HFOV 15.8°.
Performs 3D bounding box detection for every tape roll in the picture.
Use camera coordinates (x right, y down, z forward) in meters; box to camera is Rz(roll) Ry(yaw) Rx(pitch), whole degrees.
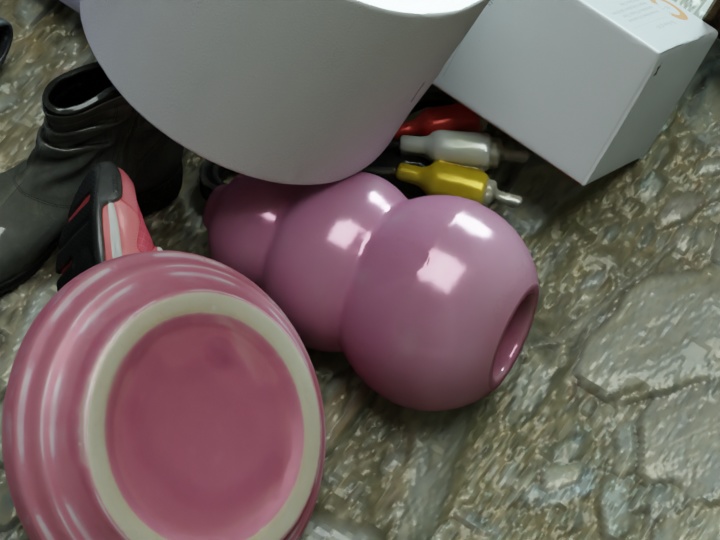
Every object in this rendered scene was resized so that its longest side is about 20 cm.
[{"bbox_3d":[-0.042,-0.167,1.463,0.202,0.139,0.203,22,40,-19],"label":"tape roll"}]

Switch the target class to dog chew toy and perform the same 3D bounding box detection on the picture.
[{"bbox_3d":[0.000,0.000,1.502,0.199,0.125,0.125,23,56,16],"label":"dog chew toy"}]

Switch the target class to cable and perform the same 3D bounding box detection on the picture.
[{"bbox_3d":[0.001,-0.079,1.588,0.199,0.050,0.097,3,55,-9],"label":"cable"}]

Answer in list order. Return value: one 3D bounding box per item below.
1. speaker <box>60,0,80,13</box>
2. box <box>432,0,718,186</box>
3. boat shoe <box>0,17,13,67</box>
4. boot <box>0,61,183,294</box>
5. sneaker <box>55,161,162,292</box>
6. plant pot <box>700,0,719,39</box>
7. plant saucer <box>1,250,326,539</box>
[{"bbox_3d":[-0.119,-0.171,1.611,0.200,0.081,0.081,33,58,12],"label":"speaker"},{"bbox_3d":[0.100,-0.154,1.596,0.200,0.098,0.124,35,23,14],"label":"box"},{"bbox_3d":[-0.257,-0.082,1.537,0.066,0.070,0.200,8,48,13],"label":"boat shoe"},{"bbox_3d":[-0.182,-0.066,1.502,0.200,0.131,0.068,-28,65,-24],"label":"boot"},{"bbox_3d":[-0.115,0.036,1.476,0.086,0.074,0.201,-7,79,-28],"label":"sneaker"},{"bbox_3d":[0.345,-0.181,1.638,0.198,0.200,0.200,34,58,3],"label":"plant pot"},{"bbox_3d":[-0.095,0.088,1.401,0.200,0.051,0.201,5,82,-34],"label":"plant saucer"}]
